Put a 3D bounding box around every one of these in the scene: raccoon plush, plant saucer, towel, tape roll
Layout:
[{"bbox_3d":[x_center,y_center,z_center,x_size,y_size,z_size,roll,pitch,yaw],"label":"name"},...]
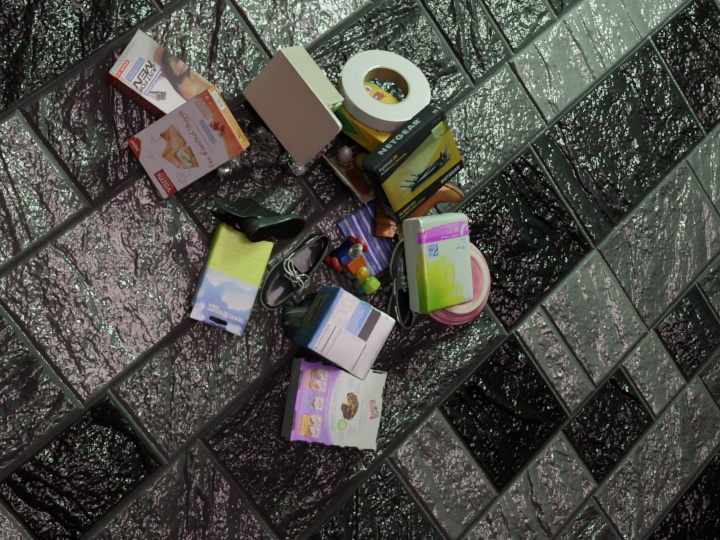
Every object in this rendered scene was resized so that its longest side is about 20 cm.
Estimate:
[{"bbox_3d":[-0.217,-0.217,1.694,0.199,0.097,0.135,35,82,-17],"label":"raccoon plush"},{"bbox_3d":[0.218,0.023,1.879,0.197,0.051,0.205,2,86,-23],"label":"plant saucer"},{"bbox_3d":[0.060,-0.090,1.835,0.198,0.024,0.146,-31,98,-21],"label":"towel"},{"bbox_3d":[0.051,-0.385,1.752,0.199,0.037,0.206,7,58,-11],"label":"tape roll"}]

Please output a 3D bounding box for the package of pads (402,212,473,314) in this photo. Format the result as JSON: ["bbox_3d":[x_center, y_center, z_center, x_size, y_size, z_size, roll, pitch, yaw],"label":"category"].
[{"bbox_3d":[0.170,-0.019,1.770,0.153,0.068,0.204,-10,99,-40],"label":"package of pads"}]

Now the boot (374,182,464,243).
[{"bbox_3d":[0.126,-0.127,1.818,0.196,0.074,0.158,11,80,-6],"label":"boot"}]

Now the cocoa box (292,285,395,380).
[{"bbox_3d":[-0.038,0.117,1.610,0.130,0.200,0.135,31,83,-11],"label":"cocoa box"}]

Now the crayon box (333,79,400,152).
[{"bbox_3d":[0.024,-0.331,1.765,0.199,0.051,0.127,36,57,7],"label":"crayon box"}]

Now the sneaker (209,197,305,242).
[{"bbox_3d":[-0.208,-0.112,1.695,0.104,0.060,0.198,43,31,24],"label":"sneaker"}]

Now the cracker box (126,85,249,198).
[{"bbox_3d":[-0.335,-0.249,1.600,0.198,0.058,0.135,-28,106,14],"label":"cracker box"}]

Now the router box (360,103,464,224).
[{"bbox_3d":[0.113,-0.223,1.722,0.200,0.052,0.158,-42,131,-13],"label":"router box"}]

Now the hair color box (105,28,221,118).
[{"bbox_3d":[-0.392,-0.370,1.641,0.199,0.064,0.112,35,74,-18],"label":"hair color box"}]

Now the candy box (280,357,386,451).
[{"bbox_3d":[-0.055,0.283,1.736,0.197,0.071,0.171,12,82,-21],"label":"candy box"}]

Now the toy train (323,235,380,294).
[{"bbox_3d":[0.000,0.000,1.707,0.084,0.200,0.116,-38,103,-9],"label":"toy train"}]

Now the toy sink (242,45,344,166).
[{"bbox_3d":[-0.120,-0.338,1.686,0.201,0.130,0.112,51,28,1],"label":"toy sink"}]

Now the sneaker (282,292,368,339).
[{"bbox_3d":[-0.074,0.080,1.740,0.197,0.075,0.081,-20,92,-23],"label":"sneaker"}]

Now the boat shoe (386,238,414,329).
[{"bbox_3d":[0.102,0.031,1.794,0.072,0.062,0.204,1,105,-26],"label":"boat shoe"}]

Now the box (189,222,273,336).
[{"bbox_3d":[-0.267,0.019,1.676,0.120,0.048,0.203,22,79,-19],"label":"box"}]

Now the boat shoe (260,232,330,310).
[{"bbox_3d":[-0.134,0.000,1.726,0.200,0.062,0.075,-46,104,-19],"label":"boat shoe"}]

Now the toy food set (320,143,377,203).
[{"bbox_3d":[0.031,-0.246,1.774,0.198,0.061,0.144,-32,63,-20],"label":"toy food set"}]
